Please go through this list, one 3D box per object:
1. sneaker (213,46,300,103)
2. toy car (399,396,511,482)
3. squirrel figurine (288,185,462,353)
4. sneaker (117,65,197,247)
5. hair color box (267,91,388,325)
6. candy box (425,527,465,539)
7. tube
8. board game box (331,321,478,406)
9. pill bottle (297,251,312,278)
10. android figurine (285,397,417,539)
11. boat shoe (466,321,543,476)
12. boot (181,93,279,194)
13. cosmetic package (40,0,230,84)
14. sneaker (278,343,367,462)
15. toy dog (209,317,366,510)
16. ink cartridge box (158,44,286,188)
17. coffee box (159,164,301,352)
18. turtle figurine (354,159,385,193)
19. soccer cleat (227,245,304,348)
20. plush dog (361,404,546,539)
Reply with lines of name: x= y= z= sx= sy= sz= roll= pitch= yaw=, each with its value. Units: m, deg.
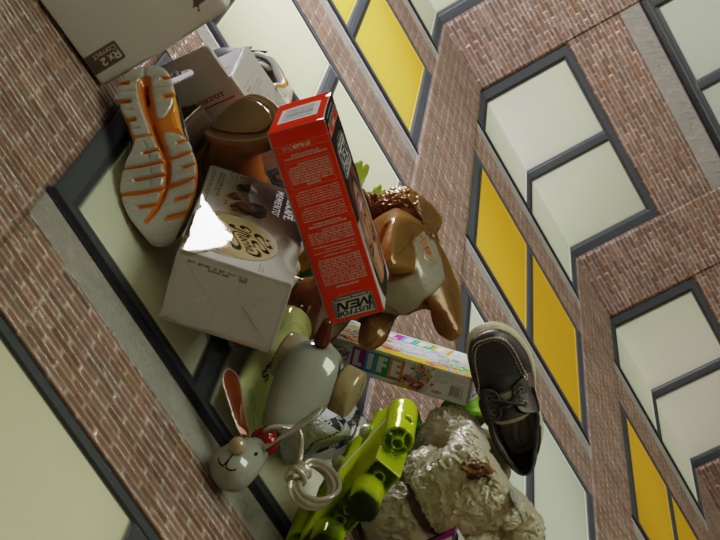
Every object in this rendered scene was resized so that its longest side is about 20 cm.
sneaker: x=-0.135 y=-0.227 z=1.770 sx=0.200 sy=0.078 sz=0.080 roll=37 pitch=-11 yaw=42
toy car: x=0.097 y=0.269 z=1.808 sx=0.201 sy=0.156 sz=0.166 roll=92 pitch=-13 yaw=-60
squirrel figurine: x=0.000 y=0.000 z=1.679 sx=0.141 sy=0.185 sz=0.202 roll=40 pitch=38 yaw=-38
sneaker: x=-0.199 y=-0.108 z=1.521 sx=0.078 sy=0.077 sz=0.202 roll=80 pitch=2 yaw=-60
hair color box: x=-0.029 y=-0.062 z=1.479 sx=0.102 sy=0.060 sz=0.202 roll=-81 pitch=155 yaw=-68
candy box: x=0.087 y=0.378 z=1.531 sx=0.201 sy=0.135 sz=0.061 roll=58 pitch=19 yaw=-14
tube: x=-0.095 y=0.104 z=1.536 sx=0.058 sy=0.052 sz=0.200 roll=42 pitch=27 yaw=-8
board game box: x=0.047 y=0.104 z=1.764 sx=0.134 sy=0.198 sz=0.035 roll=-15 pitch=120 yaw=-74
pill bottle: x=-0.066 y=-0.078 z=1.800 sx=0.202 sy=0.112 sz=0.113 roll=64 pitch=17 yaw=4
android figurine: x=-0.004 y=0.200 z=1.459 sx=0.041 sy=0.182 sz=0.200 roll=38 pitch=23 yaw=-7
boat shoe: x=0.166 y=0.145 z=1.669 sx=0.065 sy=0.071 sz=0.202 roll=-94 pitch=169 yaw=-52
boot: x=-0.116 y=-0.103 z=1.596 sx=0.199 sy=0.074 sz=0.156 roll=9 pitch=-45 yaw=53
cosmetic package: x=-0.237 y=-0.334 z=1.582 sx=0.166 sy=0.164 sz=0.201 roll=54 pitch=18 yaw=-24
sneaker: x=-0.054 y=0.136 z=1.587 sx=0.116 sy=0.074 sz=0.200 roll=66 pitch=12 yaw=13
toy dog: x=-0.066 y=0.118 z=1.419 sx=0.201 sy=0.130 sz=0.097 roll=-75 pitch=175 yaw=-50
ink cartridge box: x=-0.145 y=-0.168 z=1.672 sx=0.201 sy=0.115 sz=0.067 roll=55 pitch=34 yaw=-27
coffee box: x=-0.119 y=-0.015 z=1.473 sx=0.112 sy=0.081 sz=0.201 roll=18 pitch=26 yaw=-4
turtle figurine: x=-0.054 y=-0.118 z=1.899 sx=0.064 sy=0.160 sz=0.201 roll=-47 pitch=130 yaw=-29
soccer cleat: x=-0.106 y=0.014 z=1.588 sx=0.069 sy=0.084 sz=0.200 roll=58 pitch=17 yaw=-16
plush dog: x=0.081 y=0.261 z=1.627 sx=0.201 sy=0.171 sz=0.160 roll=56 pitch=9 yaw=15
